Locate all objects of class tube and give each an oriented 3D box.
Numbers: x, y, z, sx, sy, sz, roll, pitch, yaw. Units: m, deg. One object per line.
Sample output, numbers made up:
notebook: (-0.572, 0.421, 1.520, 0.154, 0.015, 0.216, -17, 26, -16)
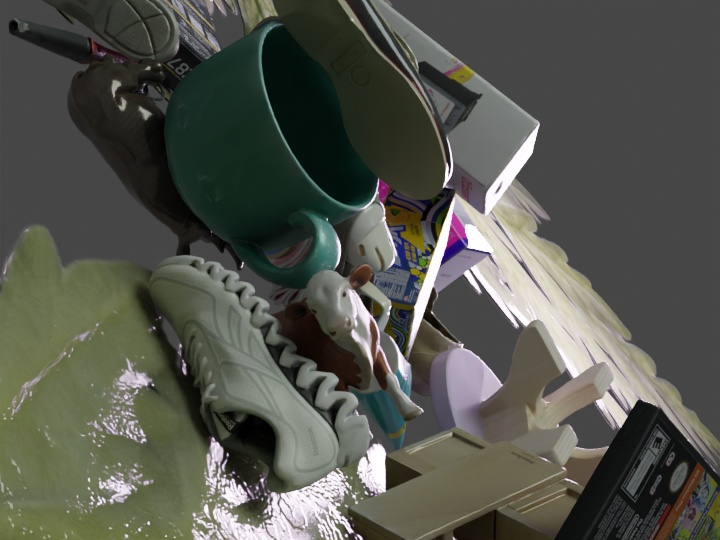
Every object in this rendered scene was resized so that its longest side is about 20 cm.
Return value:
tube: (0.020, 0.094, 1.380, 0.200, 0.050, 0.078, 57, 44, -73)

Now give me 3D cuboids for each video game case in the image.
video game case: (0.196, 0.221, 1.240, 0.025, 0.201, 0.181, 20, -18, 45)

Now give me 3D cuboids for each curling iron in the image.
curling iron: (-0.218, -0.172, 1.388, 0.050, 0.026, 0.200, 56, 14, 24)

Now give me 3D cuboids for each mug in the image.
mug: (-0.076, -0.082, 1.255, 0.152, 0.114, 0.186, 53, 29, -23)

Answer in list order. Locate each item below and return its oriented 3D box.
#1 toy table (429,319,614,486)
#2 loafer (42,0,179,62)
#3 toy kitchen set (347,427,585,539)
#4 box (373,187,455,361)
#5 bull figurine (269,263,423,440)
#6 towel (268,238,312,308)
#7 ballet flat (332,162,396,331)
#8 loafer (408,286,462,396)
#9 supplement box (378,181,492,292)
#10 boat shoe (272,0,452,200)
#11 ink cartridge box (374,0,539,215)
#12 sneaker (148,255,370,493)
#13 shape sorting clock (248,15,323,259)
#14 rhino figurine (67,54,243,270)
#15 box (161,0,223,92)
toy table: (0.159, 0.148, 1.562, 0.201, 0.117, 0.184, 55, 32, -19)
loafer: (-0.231, -0.241, 1.419, 0.200, 0.072, 0.063, 42, -1, 1)
toy kitchen set: (0.082, 0.249, 1.302, 0.162, 0.182, 0.199, -16, 26, -37)
box: (0.036, -0.003, 1.560, 0.064, 0.071, 0.201, 14, 36, 7)
bull figurine: (-0.022, 0.064, 1.216, 0.122, 0.065, 0.200, 63, -22, -2)
towel: (-0.044, -0.071, 1.484, 0.030, 0.147, 0.200, 21, 24, -18)
ballet flat: (0.000, 0.000, 1.375, 0.063, 0.202, 0.067, 24, 33, 26)
loafer: (0.036, 0.025, 1.650, 0.201, 0.068, 0.076, 58, 15, 18)
supplement box: (0.037, -0.076, 1.828, 0.201, 0.103, 0.101, 58, 16, 14)
boat shoe: (0.009, -0.146, 1.263, 0.201, 0.071, 0.063, 56, 31, -5)
ink cartridge box: (0.064, -0.153, 1.601, 0.199, 0.086, 0.148, 38, -4, 7)
sneaker: (-0.084, 0.068, 1.162, 0.200, 0.081, 0.075, 43, -31, 22)
shape sorting clock: (-0.076, -0.110, 1.421, 0.039, 0.201, 0.201, 3, 42, -29)
rhino figurine: (-0.153, -0.080, 1.308, 0.201, 0.060, 0.087, 54, 30, -1)
box: (-0.204, -0.252, 1.584, 0.200, 0.049, 0.162, 40, 21, -43)
